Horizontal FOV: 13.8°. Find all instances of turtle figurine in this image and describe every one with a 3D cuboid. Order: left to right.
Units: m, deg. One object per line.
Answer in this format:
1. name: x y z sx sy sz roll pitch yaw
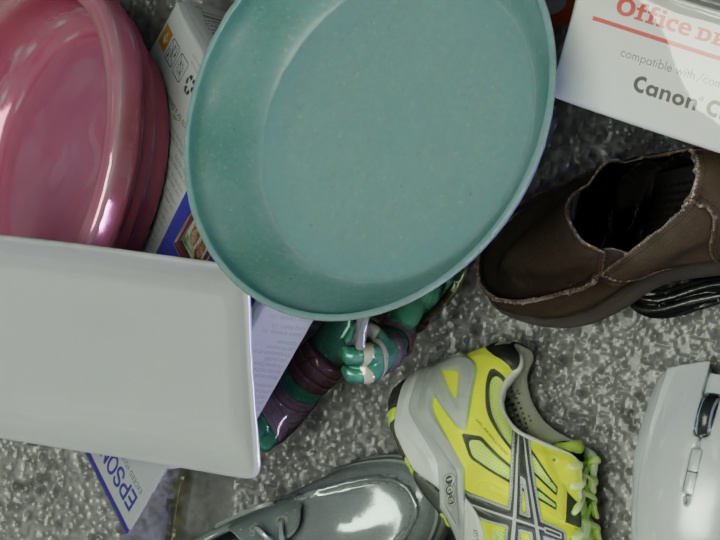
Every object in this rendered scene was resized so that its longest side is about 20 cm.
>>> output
1. turtle figurine: 0.000 0.000 1.489 0.200 0.101 0.150 -39 49 35

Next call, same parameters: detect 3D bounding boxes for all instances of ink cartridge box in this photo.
1. ink cartridge box: -0.092 -0.001 1.507 0.200 0.047 0.198 -61 39 26
2. ink cartridge box: 0.164 -0.094 1.358 0.116 0.200 0.068 19 100 22

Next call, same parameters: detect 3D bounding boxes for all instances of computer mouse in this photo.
1. computer mouse: 0.171 0.084 1.449 0.110 0.044 0.200 8 95 23

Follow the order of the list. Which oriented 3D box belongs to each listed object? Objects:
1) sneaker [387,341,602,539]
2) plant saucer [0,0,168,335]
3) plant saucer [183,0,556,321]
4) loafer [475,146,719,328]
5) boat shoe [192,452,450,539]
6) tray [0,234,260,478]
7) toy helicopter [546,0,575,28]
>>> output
1. sneaker: 0.089 0.127 1.471 0.076 0.075 0.200 -34 80 22
2. plant saucer: -0.160 -0.054 1.539 0.200 0.051 0.201 -24 59 49
3. plant saucer: 0.010 -0.069 1.357 0.200 0.036 0.200 -12 68 30
4. loafer: 0.120 -0.027 1.420 0.200 0.071 0.073 -20 55 46
5. boat shoe: -0.044 0.155 1.532 0.201 0.072 0.070 -28 81 23
6. tray: -0.131 0.036 1.444 0.200 0.022 0.107 7 108 31
7. toy helicopter: 0.011 -0.136 1.473 0.200 0.132 0.079 -41 49 38
